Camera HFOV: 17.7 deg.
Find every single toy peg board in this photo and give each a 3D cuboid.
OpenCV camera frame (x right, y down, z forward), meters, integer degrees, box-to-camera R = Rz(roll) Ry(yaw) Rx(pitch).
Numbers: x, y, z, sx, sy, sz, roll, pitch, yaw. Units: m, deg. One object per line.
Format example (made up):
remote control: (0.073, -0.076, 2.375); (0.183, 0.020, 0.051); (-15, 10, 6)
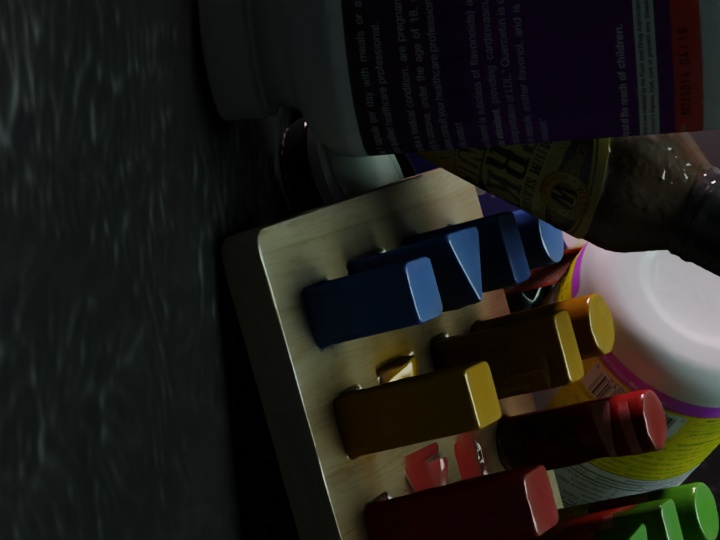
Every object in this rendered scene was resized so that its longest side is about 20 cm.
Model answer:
toy peg board: (0.057, 0.058, 0.911); (0.200, 0.097, 0.200); (-22, 97, -63)

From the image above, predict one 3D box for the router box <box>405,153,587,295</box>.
router box: (0.061, -0.090, 1.120); (0.201, 0.049, 0.179); (62, 22, 8)

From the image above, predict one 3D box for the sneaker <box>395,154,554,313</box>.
sneaker: (0.062, -0.016, 1.179); (0.200, 0.114, 0.077); (75, 14, -57)

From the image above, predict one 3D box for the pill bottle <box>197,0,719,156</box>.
pill bottle: (0.044, -0.102, 0.852); (0.112, 0.199, 0.113); (-4, 90, -84)

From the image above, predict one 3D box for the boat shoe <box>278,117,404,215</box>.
boat shoe: (0.000, 0.000, 1.018); (0.200, 0.060, 0.076); (58, 32, -47)

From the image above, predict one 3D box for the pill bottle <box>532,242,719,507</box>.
pill bottle: (0.116, 0.058, 1.073); (0.200, 0.104, 0.105); (123, -26, -52)

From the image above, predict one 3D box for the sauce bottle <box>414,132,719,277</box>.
sauce bottle: (0.086, -0.049, 0.922); (0.065, 0.199, 0.065); (-53, 161, -28)
